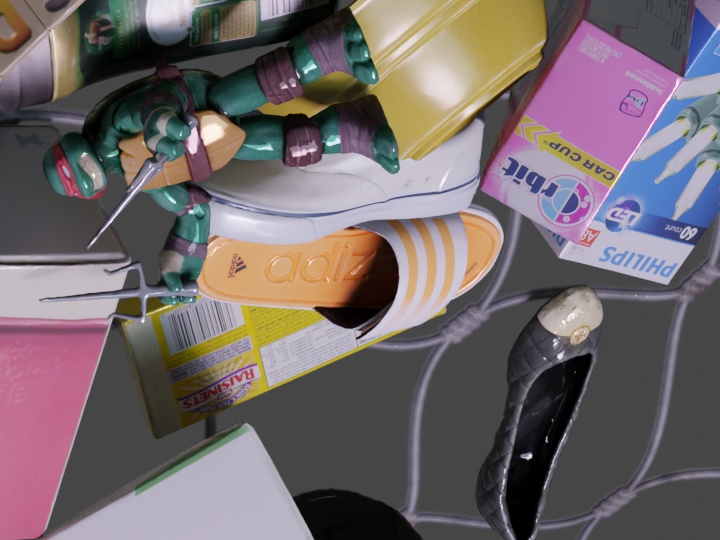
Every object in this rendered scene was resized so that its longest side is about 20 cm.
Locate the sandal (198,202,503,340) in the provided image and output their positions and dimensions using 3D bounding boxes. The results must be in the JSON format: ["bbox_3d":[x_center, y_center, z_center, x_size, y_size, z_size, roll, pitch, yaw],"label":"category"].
[{"bbox_3d":[-0.002,0.007,1.745,0.206,0.059,0.079,-3,126,-28],"label":"sandal"}]

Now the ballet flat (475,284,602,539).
[{"bbox_3d":[0.124,0.093,1.939,0.066,0.057,0.201,-7,131,-28],"label":"ballet flat"}]

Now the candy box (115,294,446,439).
[{"bbox_3d":[-0.046,0.022,1.791,0.199,0.026,0.103,-23,136,-12],"label":"candy box"}]

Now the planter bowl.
[{"bbox_3d":[0.040,-0.118,1.595,0.200,0.084,0.200,-38,179,-1],"label":"planter bowl"}]

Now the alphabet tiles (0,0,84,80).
[{"bbox_3d":[-0.197,-0.178,1.425,0.200,0.167,0.008,-41,169,15],"label":"alphabet tiles"}]

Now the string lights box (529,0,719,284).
[{"bbox_3d":[0.195,-0.093,1.815,0.102,0.059,0.200,12,120,-40],"label":"string lights box"}]

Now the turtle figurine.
[{"bbox_3d":[-0.085,-0.060,1.492,0.199,0.101,0.150,-21,155,-2],"label":"turtle figurine"}]

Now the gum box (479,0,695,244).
[{"bbox_3d":[0.132,-0.112,1.671,0.066,0.200,0.114,29,115,-4],"label":"gum box"}]

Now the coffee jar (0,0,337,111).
[{"bbox_3d":[-0.119,-0.148,1.535,0.199,0.104,0.086,-15,126,-19],"label":"coffee jar"}]

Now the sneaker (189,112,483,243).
[{"bbox_3d":[-0.016,-0.067,1.697,0.199,0.073,0.071,-12,125,-36],"label":"sneaker"}]

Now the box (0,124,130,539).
[{"bbox_3d":[-0.217,0.035,1.621,0.108,0.128,0.201,-1,128,-30],"label":"box"}]

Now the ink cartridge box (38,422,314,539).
[{"bbox_3d":[-0.109,0.159,1.752,0.145,0.088,0.200,-30,-179,-4],"label":"ink cartridge box"}]

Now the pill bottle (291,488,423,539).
[{"bbox_3d":[-0.029,0.251,1.945,0.111,0.112,0.201,-6,131,-28],"label":"pill bottle"}]
